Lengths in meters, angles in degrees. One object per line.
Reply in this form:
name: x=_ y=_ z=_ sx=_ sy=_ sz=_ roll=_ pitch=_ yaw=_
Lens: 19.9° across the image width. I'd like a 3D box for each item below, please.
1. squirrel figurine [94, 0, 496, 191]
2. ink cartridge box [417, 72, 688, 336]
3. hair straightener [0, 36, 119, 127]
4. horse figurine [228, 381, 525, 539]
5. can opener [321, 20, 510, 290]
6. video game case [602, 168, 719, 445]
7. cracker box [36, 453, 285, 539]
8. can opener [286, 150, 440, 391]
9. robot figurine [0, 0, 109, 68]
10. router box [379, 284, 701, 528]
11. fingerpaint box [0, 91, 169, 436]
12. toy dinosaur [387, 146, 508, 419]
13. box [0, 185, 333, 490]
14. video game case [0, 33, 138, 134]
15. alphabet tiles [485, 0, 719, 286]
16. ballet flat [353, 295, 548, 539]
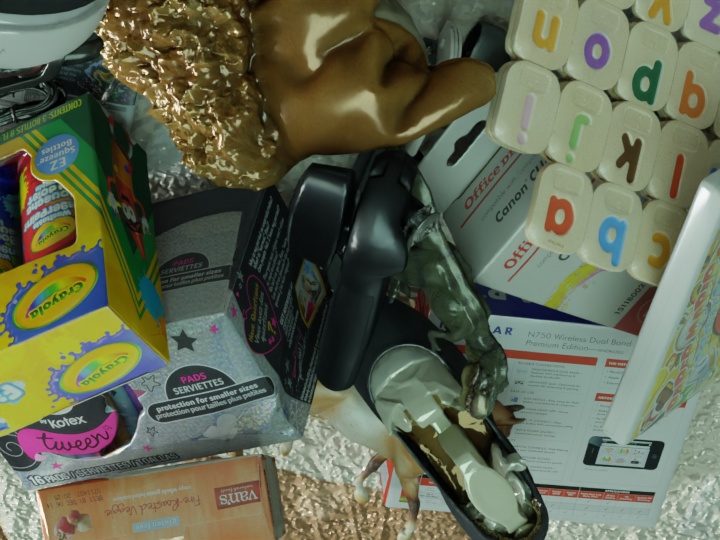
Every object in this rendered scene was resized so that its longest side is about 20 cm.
squirrel figurine: x=-0.053 y=-0.155 z=1.148 sx=0.199 sy=0.142 sz=0.187 roll=-28 pitch=118 yaw=-2
ink cartridge box: x=0.135 y=-0.038 z=1.274 sx=0.199 sy=0.068 sz=0.117 roll=17 pitch=125 yaw=-33
hair straightener: x=-0.232 y=-0.106 z=1.225 sx=0.199 sy=0.041 sz=0.077 roll=-14 pitch=148 yaw=0
horse figurine: x=-0.008 y=0.100 z=1.365 sx=0.200 sy=0.050 sz=0.133 roll=29 pitch=129 yaw=0
can opener: x=0.030 y=-0.067 z=1.281 sx=0.066 sy=0.053 sz=0.200 roll=19 pitch=124 yaw=-16
video game case: x=0.234 y=-0.003 z=1.260 sx=0.023 sy=0.182 sz=0.200 roll=37 pitch=133 yaw=24
cracker box: x=-0.118 y=0.150 z=1.274 sx=0.133 sy=0.200 sz=0.058 roll=-9 pitch=85 yaw=-1
can opener: x=0.000 y=0.000 z=1.197 sx=0.078 sy=0.063 sz=0.200 roll=24 pitch=148 yaw=12
robot figurine: x=-0.184 y=-0.204 z=1.084 sx=0.150 sy=0.125 sz=0.200 roll=-18 pitch=139 yaw=-35
router box: x=0.126 y=0.090 z=1.411 sx=0.199 sy=0.049 sz=0.180 roll=6 pitch=127 yaw=-8
fingerpaint box: x=-0.221 y=0.011 z=1.210 sx=0.199 sy=0.167 sz=0.073 roll=-23 pitch=140 yaw=15
toy dinosaur: x=0.034 y=-0.005 z=1.241 sx=0.047 sy=0.088 sz=0.200 roll=-39 pitch=119 yaw=-28
box: x=-0.135 y=0.041 z=1.279 sx=0.199 sy=0.132 sz=0.115 roll=-13 pitch=127 yaw=23
video game case: x=-0.230 y=-0.132 z=1.234 sx=0.199 sy=0.023 sz=0.182 roll=11 pitch=126 yaw=-11
alphabet tiles: x=0.160 y=-0.096 z=1.205 sx=0.199 sy=0.015 sz=0.196 roll=17 pitch=82 yaw=-34
ballet flat: x=0.055 y=0.099 z=1.294 sx=0.073 sy=0.073 sz=0.200 roll=-33 pitch=97 yaw=20
